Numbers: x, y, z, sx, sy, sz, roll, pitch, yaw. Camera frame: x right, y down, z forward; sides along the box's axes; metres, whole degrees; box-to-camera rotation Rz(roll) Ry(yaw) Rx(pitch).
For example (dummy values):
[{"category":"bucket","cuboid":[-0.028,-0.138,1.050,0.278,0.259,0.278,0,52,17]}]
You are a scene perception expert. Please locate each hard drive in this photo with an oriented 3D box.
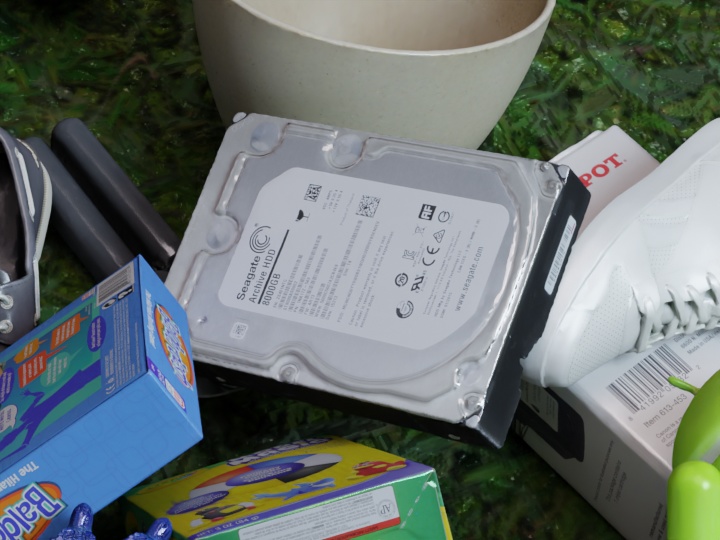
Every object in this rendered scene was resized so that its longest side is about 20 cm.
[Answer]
[{"category":"hard drive","cuboid":[0.000,0.000,1.091,0.200,0.038,0.140,12,73,33]}]

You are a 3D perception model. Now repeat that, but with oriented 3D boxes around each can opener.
[{"category":"can opener","cuboid":[-0.119,-0.014,1.207,0.053,0.067,0.200,-30,66,-25]}]

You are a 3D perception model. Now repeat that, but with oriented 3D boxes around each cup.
[{"category":"cup","cuboid":[-0.002,-0.109,1.229,0.200,0.143,0.200,7,33,-4]}]

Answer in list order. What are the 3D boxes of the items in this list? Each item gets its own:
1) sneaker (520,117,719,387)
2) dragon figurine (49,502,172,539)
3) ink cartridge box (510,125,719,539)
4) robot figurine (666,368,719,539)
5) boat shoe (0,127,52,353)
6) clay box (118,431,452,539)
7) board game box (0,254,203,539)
[{"category":"sneaker","cuboid":[0.175,0.009,1.101,0.116,0.074,0.200,33,57,23]},{"category":"dragon figurine","cuboid":[-0.137,0.197,0.953,0.059,0.099,0.200,21,70,12]},{"category":"ink cartridge box","cuboid":[0.147,0.038,1.177,0.145,0.084,0.200,-33,62,-26]},{"category":"robot figurine","cuboid":[0.220,0.114,1.008,0.175,0.116,0.200,-5,47,-28]},{"category":"boat shoe","cuboid":[-0.202,0.015,1.159,0.073,0.063,0.200,-1,66,7]},{"category":"clay box","cuboid":[-0.044,0.118,1.041,0.115,0.200,0.048,-15,96,-17]},{"category":"board game box","cuboid":[-0.169,0.089,1.037,0.200,0.045,0.152,-34,21,7]}]
